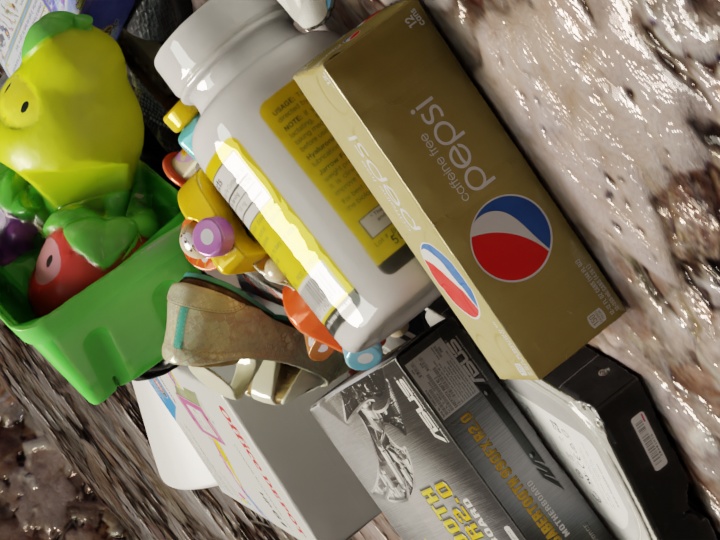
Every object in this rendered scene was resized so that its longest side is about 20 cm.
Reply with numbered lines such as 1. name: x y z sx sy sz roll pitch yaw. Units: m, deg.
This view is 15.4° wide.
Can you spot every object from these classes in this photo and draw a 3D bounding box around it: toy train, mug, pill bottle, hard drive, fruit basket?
1. toy train: -0.056 -0.025 1.568 0.150 0.056 0.201 22 -142 -39
2. mug: -0.128 0.068 2.113 0.186 0.149 0.154 11 129 61
3. pill bottle: -0.024 -0.063 1.484 0.200 0.111 0.111 52 167 7
4. hard drive: 0.120 0.091 1.546 0.200 0.038 0.140 34 156 57
5. fruit basket: -0.190 -0.049 1.647 0.216 0.155 0.216 51 165 19

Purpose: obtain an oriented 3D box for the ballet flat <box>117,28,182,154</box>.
1. ballet flat: -0.116 -0.121 1.760 0.200 0.072 0.072 48 166 19

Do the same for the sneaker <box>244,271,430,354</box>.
1. sneaker: 0.000 0.000 1.661 0.199 0.080 0.078 31 175 -19

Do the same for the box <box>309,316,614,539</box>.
1. box: 0.067 0.135 1.590 0.200 0.048 0.158 55 155 -1

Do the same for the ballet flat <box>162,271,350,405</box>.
1. ballet flat: -0.065 0.051 1.626 0.067 0.063 0.200 10 172 31

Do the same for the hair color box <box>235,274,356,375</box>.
1. hair color box: -0.034 0.021 1.839 0.102 0.061 0.200 45 165 33

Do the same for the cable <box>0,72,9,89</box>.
1. cable: -0.187 -0.059 1.845 0.069 0.199 0.201 5 112 44

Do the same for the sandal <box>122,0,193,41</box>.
1. sandal: -0.162 -0.217 1.720 0.200 0.043 0.076 43 145 39

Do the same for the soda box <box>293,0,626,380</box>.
1. soda box: 0.051 -0.041 1.389 0.200 0.064 0.068 55 167 -8

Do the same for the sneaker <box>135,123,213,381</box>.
1. sneaker: -0.125 -0.023 1.777 0.073 0.201 0.112 12 176 -31

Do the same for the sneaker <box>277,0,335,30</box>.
1. sneaker: -0.090 -0.203 1.414 0.200 0.087 0.075 55 165 -10

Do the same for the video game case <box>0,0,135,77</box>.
1. video game case: -0.213 -0.220 1.705 0.182 0.045 0.200 59 150 14

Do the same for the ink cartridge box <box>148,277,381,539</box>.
1. ink cartridge box: -0.065 0.095 1.816 0.145 0.085 0.200 58 164 -20
